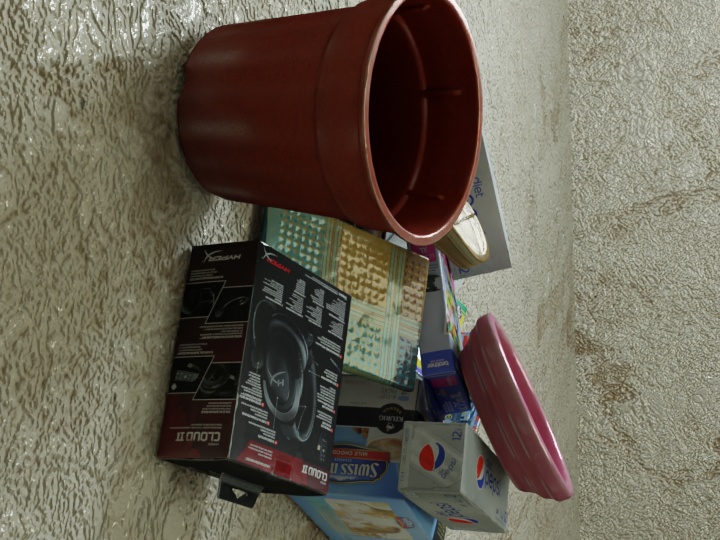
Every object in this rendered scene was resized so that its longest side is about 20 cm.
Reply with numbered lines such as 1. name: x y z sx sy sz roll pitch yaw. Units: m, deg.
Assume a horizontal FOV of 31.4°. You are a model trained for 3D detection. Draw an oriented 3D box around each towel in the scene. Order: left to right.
1. towel: -0.021 0.023 1.230 0.199 0.022 0.148 22 66 -32

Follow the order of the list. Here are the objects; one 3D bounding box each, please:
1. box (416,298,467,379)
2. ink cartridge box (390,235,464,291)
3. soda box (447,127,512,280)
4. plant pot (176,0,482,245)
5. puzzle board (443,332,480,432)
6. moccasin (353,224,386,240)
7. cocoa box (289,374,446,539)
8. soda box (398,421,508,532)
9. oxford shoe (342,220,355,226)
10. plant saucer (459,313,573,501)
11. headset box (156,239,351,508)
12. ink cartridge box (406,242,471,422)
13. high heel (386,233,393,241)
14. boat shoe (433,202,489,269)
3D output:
1. box: 0.063 0.062 1.552 0.117 0.048 0.200 40 33 -11
2. ink cartridge box: 0.061 0.000 1.504 0.200 0.108 0.051 -55 155 -43
3. soda box: 0.106 -0.094 1.344 0.064 0.068 0.201 -89 164 -62
4. plant pot: -0.029 -0.127 1.043 0.200 0.194 0.202 -13 106 -58
5. puzzle board: 0.085 0.131 1.556 0.200 0.150 0.017 -64 150 -54
6. moccasin: 0.001 0.000 1.335 0.077 0.073 0.203 17 80 -34
7. cocoa box: 0.016 0.210 1.367 0.200 0.133 0.132 62 35 -58
8. soda box: 0.096 0.206 1.267 0.200 0.063 0.069 49 44 -62
9. oxford shoe: -0.033 -0.050 1.296 0.071 0.071 0.201 50 42 -63
10. plant saucer: 0.153 0.143 1.296 0.201 0.051 0.201 62 9 -17
11. headset box: -0.085 0.095 1.071 0.149 0.077 0.201 31 61 -53
12. ink cartridge box: 0.083 0.067 1.339 0.119 0.042 0.201 63 22 -62
13. high heel: -0.020 -0.087 1.371 0.143 0.071 0.201 -50 129 -31
14. boat shoe: 0.046 -0.074 1.282 0.200 0.069 0.074 50 28 3
